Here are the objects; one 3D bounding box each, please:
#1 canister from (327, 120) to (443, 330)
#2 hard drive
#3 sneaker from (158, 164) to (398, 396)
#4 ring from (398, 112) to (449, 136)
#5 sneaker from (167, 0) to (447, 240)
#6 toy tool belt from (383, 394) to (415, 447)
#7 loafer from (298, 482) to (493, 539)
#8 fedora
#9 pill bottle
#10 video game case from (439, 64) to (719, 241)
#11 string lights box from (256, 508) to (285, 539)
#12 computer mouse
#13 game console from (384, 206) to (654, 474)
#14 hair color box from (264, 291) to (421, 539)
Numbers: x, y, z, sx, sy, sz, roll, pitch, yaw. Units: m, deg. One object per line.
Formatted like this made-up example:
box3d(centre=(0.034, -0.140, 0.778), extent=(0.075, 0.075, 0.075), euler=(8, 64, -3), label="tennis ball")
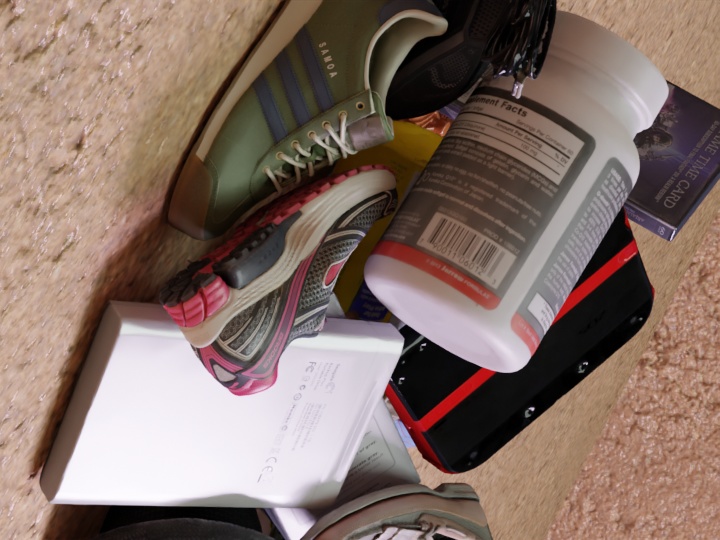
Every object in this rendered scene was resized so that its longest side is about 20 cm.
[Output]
box3d(centre=(0.000, 0.000, 1.503), extent=(0.201, 0.086, 0.148), euler=(-63, 163, 12), label="canister")
box3d(centre=(-0.082, 0.084, 1.303), extent=(0.199, 0.027, 0.132), euler=(5, 120, -36), label="hard drive")
box3d(centre=(-0.040, 0.000, 1.261), extent=(0.080, 0.075, 0.200), euler=(-19, -164, 43), label="sneaker")
box3d(centre=(0.075, -0.169, 1.582), extent=(0.201, 0.019, 0.201), euler=(-53, 163, -24), label="ring")
box3d(centre=(-0.024, -0.092, 1.255), extent=(0.201, 0.090, 0.067), euler=(-58, 166, -8), label="sneaker")
box3d(centre=(0.050, 0.092, 1.692), extent=(0.200, 0.122, 0.125), euler=(22, 81, -63), label="toy tool belt")
box3d(centre=(0.034, 0.182, 1.436), extent=(0.072, 0.063, 0.200), euler=(-43, 159, 24), label="loafer")
box3d(centre=(-0.118, 0.191, 1.411), extent=(0.201, 0.200, 0.092), euler=(100, -8, -51), label="fedora")
box3d(centre=(0.098, -0.049, 1.316), extent=(0.200, 0.116, 0.116), euler=(-57, 165, -12), label="pill bottle")
box3d(centre=(0.170, -0.111, 1.575), extent=(0.143, 0.200, 0.019), euler=(-47, 162, -42), label="video game case")
box3d(centre=(-0.034, 0.192, 1.590), extent=(0.103, 0.059, 0.200), euler=(-64, -155, 12), label="string lights box")
box3d(centre=(0.062, -0.140, 1.308), extent=(0.200, 0.053, 0.139), euler=(-22, -133, 50), label="computer mouse")
box3d(centre=(0.105, 0.038, 1.439), extent=(0.200, 0.031, 0.177), euler=(-40, 143, -7), label="game console")
box3d(centre=(-0.041, 0.087, 1.394), extent=(0.099, 0.061, 0.200), euler=(-32, 136, -8), label="hair color box")
